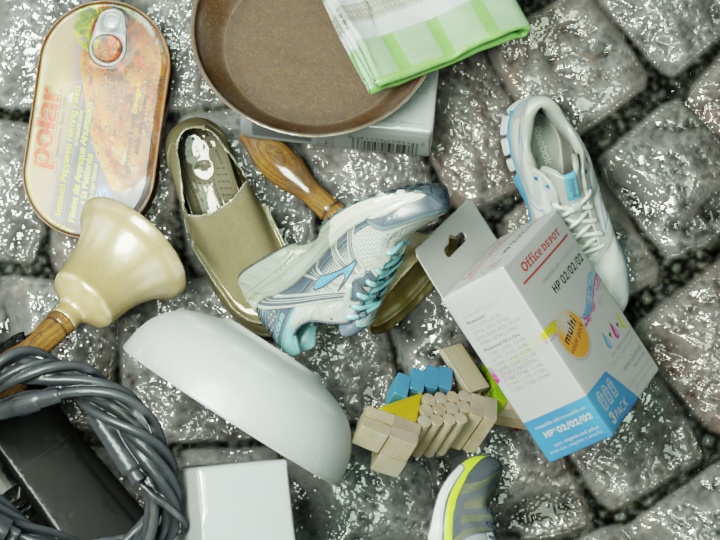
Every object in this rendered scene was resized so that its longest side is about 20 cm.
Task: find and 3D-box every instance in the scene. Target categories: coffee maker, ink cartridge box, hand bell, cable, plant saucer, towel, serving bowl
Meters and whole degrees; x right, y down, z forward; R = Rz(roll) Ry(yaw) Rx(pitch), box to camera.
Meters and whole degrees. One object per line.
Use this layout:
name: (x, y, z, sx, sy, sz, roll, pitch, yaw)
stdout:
coffee maker: (-0.251, 0.160, 1.393, 0.192, 0.135, 0.200, -39, 86, -4)
ink cartridge box: (0.141, 0.033, 1.384, 0.068, 0.115, 0.200, -29, 99, 37)
hand bell: (-0.026, -0.052, 1.443, 0.200, 0.104, 0.104, 43, 87, 16)
cable: (-0.217, 0.144, 1.285, 0.200, 0.051, 0.163, 20, 103, -2)
ink cartridge box: (-0.012, -0.199, 1.473, 0.162, 0.050, 0.200, 6, 64, 1)
plant saucer: (-0.037, -0.190, 1.423, 0.200, 0.037, 0.201, 0, 67, 0)
hand bell: (-0.236, 0.047, 1.355, 0.104, 0.104, 0.200, 38, 60, 4)
towel: (0.031, -0.251, 1.416, 0.149, 0.031, 0.200, -23, 70, -10)
serving bowl: (-0.084, 0.087, 1.363, 0.200, 0.200, 0.066, 33, 87, 3)

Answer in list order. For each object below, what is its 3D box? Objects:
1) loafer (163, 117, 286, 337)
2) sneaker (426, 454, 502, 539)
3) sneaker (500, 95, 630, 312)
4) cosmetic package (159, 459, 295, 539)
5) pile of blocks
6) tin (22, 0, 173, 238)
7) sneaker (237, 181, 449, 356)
loafer: (-0.110, -0.036, 1.441, 0.076, 0.067, 0.200, -30, 83, 1)
sneaker: (0.091, 0.236, 1.380, 0.081, 0.074, 0.200, 8, 54, 13)
sneaker: (0.167, -0.052, 1.431, 0.075, 0.087, 0.200, -22, 86, -3)
cosmetic package: (-0.107, 0.198, 1.349, 0.071, 0.200, 0.102, -4, 85, -16)
pile of blocks: (0.068, 0.113, 1.410, 0.200, 0.062, 0.082, -9, 55, -33)
tin: (-0.219, -0.124, 1.466, 0.112, 0.042, 0.200, 8, 86, -1)
sneaker: (0.000, 0.000, 1.352, 0.200, 0.078, 0.086, -32, 79, 34)
